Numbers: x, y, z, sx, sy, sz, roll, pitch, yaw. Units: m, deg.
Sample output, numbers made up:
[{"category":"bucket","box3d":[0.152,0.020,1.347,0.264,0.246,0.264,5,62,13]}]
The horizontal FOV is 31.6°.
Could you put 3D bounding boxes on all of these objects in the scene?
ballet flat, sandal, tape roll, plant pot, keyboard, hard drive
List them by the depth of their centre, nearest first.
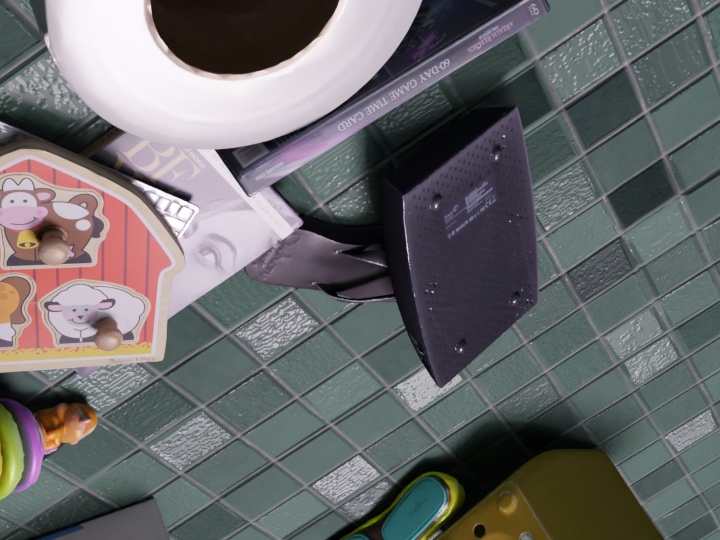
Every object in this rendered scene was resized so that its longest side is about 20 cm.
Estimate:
[{"category":"tape roll","box3d":[-0.079,-0.183,0.662,0.202,0.139,0.203,-17,140,-15]},{"category":"keyboard","box3d":[-0.199,-0.055,0.807,0.200,0.011,0.056,23,120,-34]},{"category":"hard drive","box3d":[0.076,-0.019,0.963,0.135,0.042,0.200,-39,138,-25]},{"category":"sandal","box3d":[-0.001,0.000,0.981,0.200,0.043,0.076,3,132,-33]},{"category":"plant pot","box3d":[0.181,0.298,1.268,0.194,0.196,0.200,-43,147,17]},{"category":"ballet flat","box3d":[0.030,0.276,1.287,0.200,0.067,0.067,-44,157,16]}]

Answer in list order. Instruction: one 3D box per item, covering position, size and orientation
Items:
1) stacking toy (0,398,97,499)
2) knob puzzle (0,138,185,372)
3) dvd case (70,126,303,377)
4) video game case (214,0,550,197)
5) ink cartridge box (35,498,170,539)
[{"category":"stacking toy","box3d":[-0.275,0.129,0.927,0.116,0.110,0.200,-19,174,40]},{"category":"knob puzzle","box3d":[-0.212,0.002,0.828,0.219,0.030,0.220,-8,135,-8]},{"category":"dvd case","box3d":[-0.159,-0.021,0.871,0.200,0.016,0.149,-35,132,8]},{"category":"video game case","box3d":[0.000,-0.121,0.764,0.200,0.143,0.019,-31,115,-4]},{"category":"ink cartridge box","box3d":[-0.218,0.336,1.134,0.146,0.146,0.200,-17,139,-14]}]
